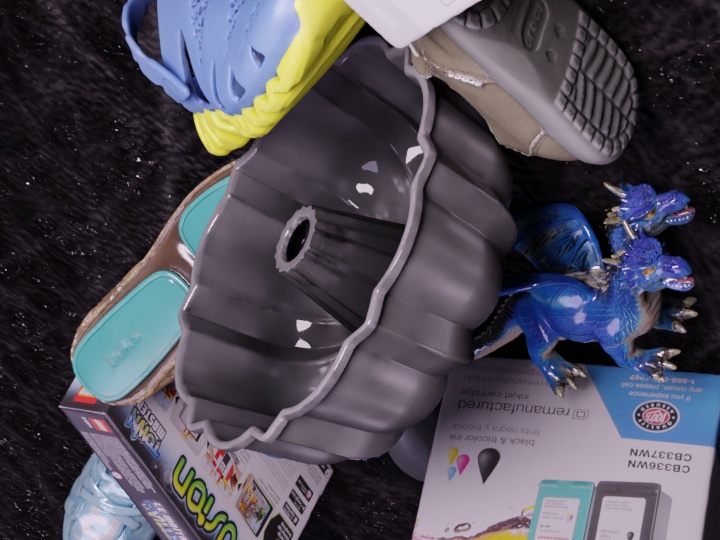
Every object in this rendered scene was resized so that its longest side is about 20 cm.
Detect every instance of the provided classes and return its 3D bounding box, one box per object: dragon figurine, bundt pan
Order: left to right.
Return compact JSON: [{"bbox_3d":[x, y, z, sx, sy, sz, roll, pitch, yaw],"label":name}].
[{"bbox_3d":[0.000,0.000,1.159,0.075,0.203,0.201,26,154,-26],"label":"bundt pan"},{"bbox_3d":[0.093,0.007,1.216,0.199,0.059,0.100,-4,137,44],"label":"dragon figurine"}]

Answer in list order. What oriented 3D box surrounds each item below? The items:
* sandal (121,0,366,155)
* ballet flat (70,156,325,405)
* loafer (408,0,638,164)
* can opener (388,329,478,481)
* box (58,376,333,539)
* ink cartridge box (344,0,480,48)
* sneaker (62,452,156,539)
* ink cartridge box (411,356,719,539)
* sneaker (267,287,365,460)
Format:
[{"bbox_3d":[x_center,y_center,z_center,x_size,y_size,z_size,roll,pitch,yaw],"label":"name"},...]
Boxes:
[{"bbox_3d":[-0.057,-0.107,1.131,0.087,0.080,0.200,45,161,-8],"label":"sandal"},{"bbox_3d":[-0.074,-0.006,1.320,0.200,0.065,0.071,-37,92,28],"label":"ballet flat"},{"bbox_3d":[0.036,-0.111,1.066,0.069,0.075,0.200,-11,132,43],"label":"loafer"},{"bbox_3d":[0.030,0.047,1.321,0.053,0.067,0.200,10,153,23],"label":"can opener"},{"bbox_3d":[-0.089,0.097,1.462,0.035,0.110,0.200,6,143,34],"label":"box"},{"bbox_3d":[0.032,-0.185,0.939,0.160,0.047,0.199,41,135,-21],"label":"ink cartridge box"},{"bbox_3d":[-0.146,0.141,1.608,0.074,0.082,0.200,26,151,3],"label":"sneaker"},{"bbox_3d":[0.106,0.169,1.285,0.146,0.201,0.146,4,144,14],"label":"ink cartridge box"},{"bbox_3d":[-0.038,0.063,1.333,0.085,0.078,0.200,-10,158,3],"label":"sneaker"}]
